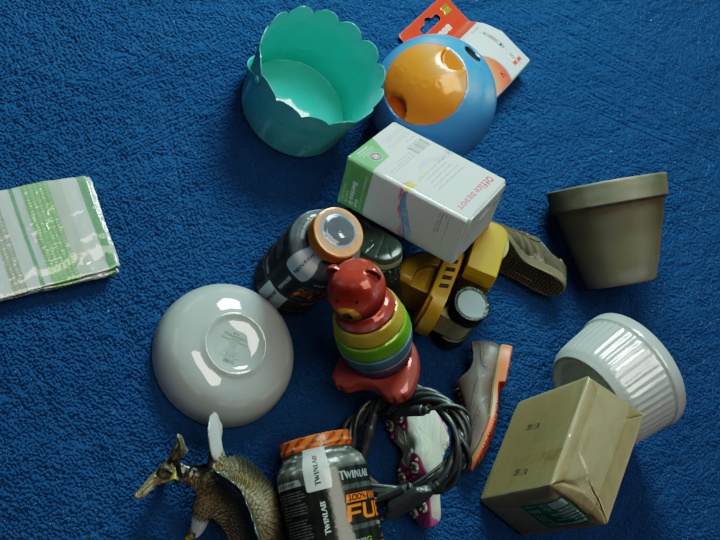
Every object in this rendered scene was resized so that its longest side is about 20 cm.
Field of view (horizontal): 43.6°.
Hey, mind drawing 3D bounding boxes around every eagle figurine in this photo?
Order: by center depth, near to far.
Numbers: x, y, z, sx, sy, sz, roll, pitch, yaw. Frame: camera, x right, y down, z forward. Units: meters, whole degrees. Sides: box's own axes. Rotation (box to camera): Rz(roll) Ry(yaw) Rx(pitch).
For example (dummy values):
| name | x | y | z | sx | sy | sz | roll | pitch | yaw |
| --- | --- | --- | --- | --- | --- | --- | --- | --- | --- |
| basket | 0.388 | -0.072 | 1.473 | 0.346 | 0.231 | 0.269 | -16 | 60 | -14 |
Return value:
| name | x | y | z | sx | sy | sz | roll | pitch | yaw |
| --- | --- | --- | --- | --- | --- | --- | --- | --- | --- |
| eagle figurine | -0.166 | 0.294 | 1.120 | 0.199 | 0.151 | 0.152 | 32 | 49 | 1 |

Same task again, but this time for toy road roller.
| name | x | y | z | sx | sy | sz | roll | pitch | yaw |
| --- | --- | --- | --- | --- | --- | --- | --- | --- | --- |
| toy road roller | 0.128 | 0.008 | 1.376 | 0.145 | 0.123 | 0.201 | 25 | 61 | -2 |

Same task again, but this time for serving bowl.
| name | x | y | z | sx | sy | sz | roll | pitch | yaw |
| --- | --- | --- | --- | --- | --- | --- | --- | --- | --- |
| serving bowl | -0.177 | 0.107 | 1.218 | 0.199 | 0.066 | 0.201 | 9 | 68 | -22 |

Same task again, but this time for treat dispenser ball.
| name | x | y | z | sx | sy | sz | roll | pitch | yaw |
| --- | --- | --- | --- | --- | --- | --- | --- | --- | --- |
| treat dispenser ball | 0.116 | -0.270 | 1.428 | 0.200 | 0.201 | 0.202 | 9 | 67 | -22 |

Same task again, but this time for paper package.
| name | x | y | z | sx | sy | sz | roll | pitch | yaw |
| --- | --- | --- | --- | --- | --- | --- | --- | --- | --- |
| paper package | 0.286 | 0.271 | 1.300 | 0.103 | 0.200 | 0.191 | 34 | 61 | -9 |

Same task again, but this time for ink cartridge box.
| name | x | y | z | sx | sy | sz | roll | pitch | yaw |
| --- | --- | --- | --- | --- | --- | --- | --- | --- | --- |
| ink cartridge box | 0.090 | -0.115 | 1.309 | 0.199 | 0.088 | 0.145 | 28 | 40 | 16 |
| ink cartridge box | 0.188 | -0.394 | 1.600 | 0.200 | 0.050 | 0.162 | 46 | 58 | -7 |

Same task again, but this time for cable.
| name | x | y | z | sx | sy | sz | roll | pitch | yaw |
| --- | --- | --- | --- | --- | --- | --- | --- | --- | --- |
| cable | 0.063 | 0.236 | 1.230 | 0.051 | 0.200 | 0.164 | 28 | 29 | -56 |

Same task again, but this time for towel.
| name | x | y | z | sx | sy | sz | roll | pitch | yaw |
| --- | --- | --- | --- | --- | --- | --- | --- | --- | --- |
| towel | -0.432 | -0.039 | 1.178 | 0.199 | 0.031 | 0.150 | -16 | 76 | -28 |

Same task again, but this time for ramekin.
| name | x | y | z | sx | sy | sz | roll | pitch | yaw |
| --- | --- | --- | --- | --- | --- | --- | --- | --- | --- |
| ramekin | 0.390 | 0.177 | 1.394 | 0.105 | 0.200 | 0.201 | -30 | 85 | -22 |

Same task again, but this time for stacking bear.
| name | x | y | z | sx | sy | sz | roll | pitch | yaw |
| --- | --- | --- | --- | --- | --- | --- | --- | --- | --- |
| stacking bear | 0.009 | 0.067 | 1.188 | 0.121 | 0.200 | 0.114 | 9 | 52 | 24 |

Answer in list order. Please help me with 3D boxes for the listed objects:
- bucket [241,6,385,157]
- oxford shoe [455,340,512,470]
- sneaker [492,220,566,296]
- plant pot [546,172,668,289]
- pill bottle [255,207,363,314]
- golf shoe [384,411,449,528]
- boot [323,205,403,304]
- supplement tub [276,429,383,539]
| name | x | y | z | sx | sy | sz | roll | pitch | yaw |
| --- | --- | --- | --- | --- | --- | --- | --- | --- | --- |
| bucket | -0.080 | -0.282 | 1.376 | 0.206 | 0.135 | 0.208 | 10 | 67 | -23 |
| oxford shoe | 0.175 | 0.202 | 1.363 | 0.072 | 0.071 | 0.201 | 13 | 65 | 11 |
| sneaker | 0.257 | -0.033 | 1.494 | 0.200 | 0.070 | 0.076 | 35 | 40 | -13 |
| plant pot | 0.428 | -0.064 | 1.523 | 0.199 | 0.200 | 0.175 | -11 | 92 | -29 |
| pill bottle | -0.067 | -0.017 | 1.240 | 0.106 | 0.200 | 0.107 | 9 | 67 | -22 |
| golf shoe | 0.096 | 0.262 | 1.287 | 0.091 | 0.075 | 0.201 | -2 | 73 | -30 |
| boot | -0.001 | 0.001 | 1.332 | 0.073 | 0.203 | 0.154 | -25 | 125 | -23 |
| supplement tub | -0.039 | 0.316 | 1.170 | 0.122 | 0.122 | 0.201 | -6 | 74 | -28 |
